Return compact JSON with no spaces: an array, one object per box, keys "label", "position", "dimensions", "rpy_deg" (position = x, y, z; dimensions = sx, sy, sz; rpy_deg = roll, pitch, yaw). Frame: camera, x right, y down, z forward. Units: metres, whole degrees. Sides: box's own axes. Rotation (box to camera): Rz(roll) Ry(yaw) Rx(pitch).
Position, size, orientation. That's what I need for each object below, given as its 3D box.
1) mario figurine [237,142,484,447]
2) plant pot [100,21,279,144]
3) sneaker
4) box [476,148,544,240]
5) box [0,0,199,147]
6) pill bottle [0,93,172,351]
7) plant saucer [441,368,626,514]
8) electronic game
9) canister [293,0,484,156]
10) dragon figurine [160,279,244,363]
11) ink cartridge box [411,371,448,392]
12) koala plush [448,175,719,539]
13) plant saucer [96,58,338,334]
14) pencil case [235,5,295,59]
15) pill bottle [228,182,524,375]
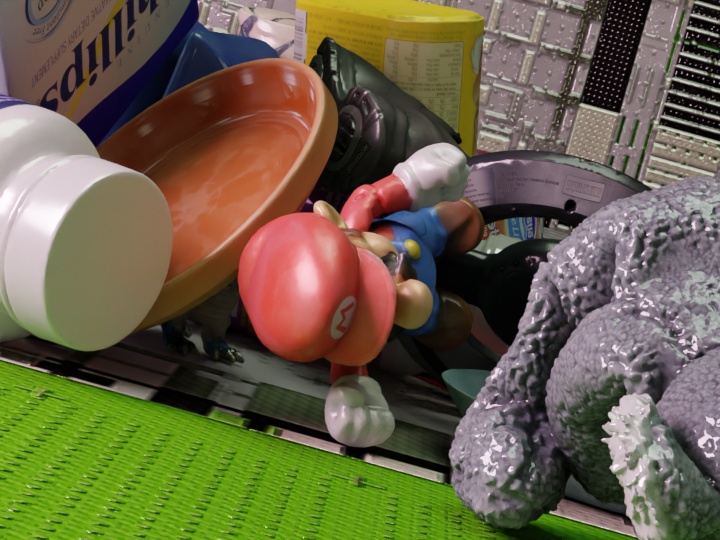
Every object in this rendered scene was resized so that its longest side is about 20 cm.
[{"label":"mario figurine","position":[0.021,0.012,1.205],"dimensions":[0.106,0.124,0.200],"rpy_deg":[-30,-6,23]},{"label":"plant pot","position":[-0.165,-0.092,1.545],"dimensions":[0.180,0.200,0.200],"rpy_deg":[24,7,10]},{"label":"sneaker","position":[0.010,-0.077,1.420],"dimensions":[0.091,0.076,0.200],"rpy_deg":[20,16,-20]},{"label":"box","position":[0.024,-0.032,1.702],"dimensions":[0.200,0.100,0.095],"rpy_deg":[1,-6,40]},{"label":"box","position":[-0.180,-0.168,1.308],"dimensions":[0.105,0.184,0.200],"rpy_deg":[21,-36,19]},{"label":"pill bottle","position":[-0.196,-0.031,1.197],"dimensions":[0.200,0.120,0.120],"rpy_deg":[18,6,34]},{"label":"plant saucer","position":[0.134,0.098,1.252],"dimensions":[0.201,0.039,0.201],"rpy_deg":[15,5,-1]},{"label":"electronic game","position":[0.106,0.015,1.345],"dimensions":[0.200,0.200,0.042],"rpy_deg":[16,44,7]},{"label":"canister","position":[0.013,-0.073,1.564],"dimensions":[0.087,0.200,0.148],"rpy_deg":[-7,16,-37]},{"label":"dragon figurine","position":[-0.097,-0.010,1.358],"dimensions":[0.059,0.100,0.200],"rpy_deg":[12,6,-35]},{"label":"ink cartridge box","position":[0.105,0.057,1.536],"dimensions":[0.200,0.050,0.161],"rpy_deg":[13,5,-42]},{"label":"koala plush","position":[0.151,0.069,1.015],"dimensions":[0.177,0.184,0.200],"rpy_deg":[14,18,-12]},{"label":"plant saucer","position":[-0.096,-0.034,1.273],"dimensions":[0.032,0.200,0.200],"rpy_deg":[52,-15,-29]},{"label":"pencil case","position":[-0.067,-0.084,1.658],"dimensions":[0.078,0.200,0.089],"rpy_deg":[17,4,26]},{"label":"pill bottle","position":[0.000,0.000,1.454],"dimensions":[0.200,0.112,0.112],"rpy_deg":[14,5,6]}]
